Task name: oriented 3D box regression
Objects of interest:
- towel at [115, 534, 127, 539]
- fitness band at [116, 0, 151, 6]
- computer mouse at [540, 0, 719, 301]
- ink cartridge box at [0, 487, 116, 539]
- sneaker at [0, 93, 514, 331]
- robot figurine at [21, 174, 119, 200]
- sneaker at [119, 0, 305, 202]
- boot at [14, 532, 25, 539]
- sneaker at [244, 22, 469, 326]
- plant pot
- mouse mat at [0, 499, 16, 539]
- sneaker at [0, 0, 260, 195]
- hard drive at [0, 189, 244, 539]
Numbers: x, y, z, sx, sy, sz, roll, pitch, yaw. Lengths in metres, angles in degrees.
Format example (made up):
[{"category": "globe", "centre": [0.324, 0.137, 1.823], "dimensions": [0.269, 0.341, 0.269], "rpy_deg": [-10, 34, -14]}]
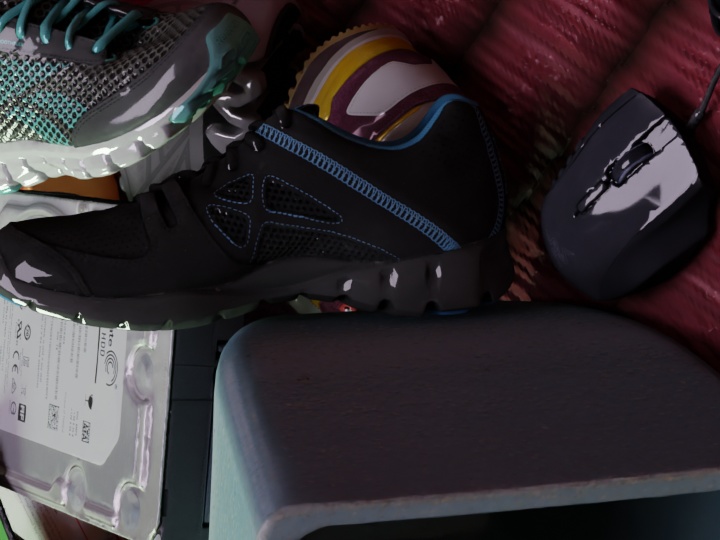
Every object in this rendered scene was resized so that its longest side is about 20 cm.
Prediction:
[{"category": "towel", "centre": [-0.075, 0.126, 1.022], "dimensions": [0.145, 0.022, 0.200], "rpy_deg": [44, 147, 34]}, {"category": "fitness band", "centre": [-0.105, -0.207, 0.960], "dimensions": [0.144, 0.037, 0.200], "rpy_deg": [27, 98, 38]}, {"category": "computer mouse", "centre": [0.111, -0.054, 0.757], "dimensions": [0.059, 0.034, 0.200], "rpy_deg": [60, 144, 26]}, {"category": "ink cartridge box", "centre": [-0.149, 0.118, 1.199], "dimensions": [0.117, 0.067, 0.200], "rpy_deg": [60, 145, 22]}, {"category": "sneaker", "centre": [-0.043, -0.023, 0.822], "dimensions": [0.073, 0.200, 0.082], "rpy_deg": [-126, 32, -76]}, {"category": "robot figurine", "centre": [-0.200, -0.016, 1.153], "dimensions": [0.200, 0.144, 0.117], "rpy_deg": [-46, 61, 43]}, {"category": "sneaker", "centre": [-0.079, -0.040, 1.001], "dimensions": [0.081, 0.075, 0.200], "rpy_deg": [15, 116, 10]}, {"category": "boot", "centre": [-0.168, 0.166, 1.098], "dimensions": [0.138, 0.077, 0.200], "rpy_deg": [49, 154, 13]}, {"category": "sneaker", "centre": [0.000, 0.000, 0.916], "dimensions": [0.090, 0.075, 0.200], "rpy_deg": [48, 141, 38]}, {"category": "plant pot", "centre": [0.032, 0.108, 0.809], "dimensions": [0.200, 0.196, 0.196], "rpy_deg": [-119, 29, -58]}, {"category": "mouse mat", "centre": [-0.171, 0.185, 1.048], "dimensions": [0.161, 0.008, 0.200], "rpy_deg": [65, 156, 19]}, {"category": "sneaker", "centre": [-0.127, -0.089, 0.906], "dimensions": [0.200, 0.078, 0.091], "rpy_deg": [-11, 121, 45]}, {"category": "hard drive", "centre": [-0.116, 0.037, 0.955], "dimensions": [0.200, 0.038, 0.140], "rpy_deg": [10, 96, 56]}]
